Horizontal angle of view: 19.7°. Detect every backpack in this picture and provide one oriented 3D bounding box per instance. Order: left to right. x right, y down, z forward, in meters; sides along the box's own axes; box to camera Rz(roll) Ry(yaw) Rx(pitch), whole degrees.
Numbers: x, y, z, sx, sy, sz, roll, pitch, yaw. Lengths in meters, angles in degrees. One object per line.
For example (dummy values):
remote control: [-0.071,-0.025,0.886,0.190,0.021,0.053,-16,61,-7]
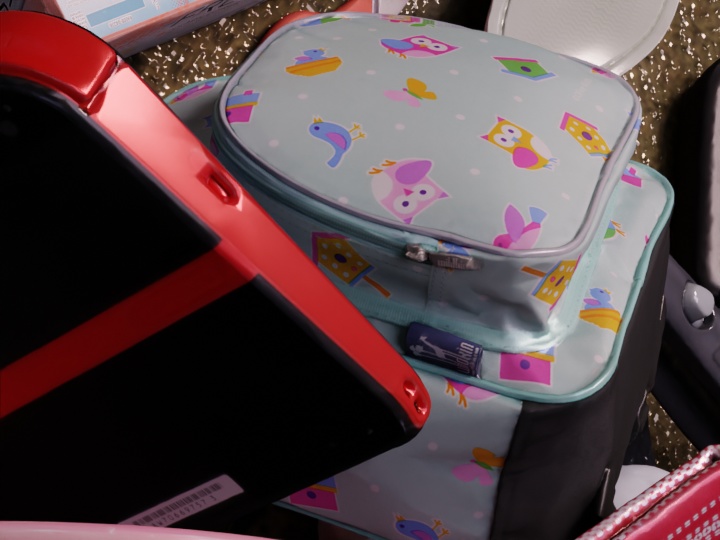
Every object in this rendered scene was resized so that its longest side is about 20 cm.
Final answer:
backpack: [0.000,0.000,0.715,0.176,0.199,0.154,-60,154,-54]

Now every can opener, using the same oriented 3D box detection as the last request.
can opener: [0.133,0.029,0.854,0.200,0.063,0.079,47,62,-29]

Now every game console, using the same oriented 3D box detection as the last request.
game console: [-0.102,0.020,0.641,0.177,0.200,0.031,44,41,-23]

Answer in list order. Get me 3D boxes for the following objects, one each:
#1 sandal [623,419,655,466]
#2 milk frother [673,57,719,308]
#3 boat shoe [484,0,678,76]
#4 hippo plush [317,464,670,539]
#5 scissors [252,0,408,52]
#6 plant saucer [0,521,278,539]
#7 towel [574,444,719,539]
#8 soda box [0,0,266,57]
sandal: [0.087,0.038,0.890,0.075,0.048,0.202,-6,96,-40]
milk frother: [0.257,-0.035,0.938,0.180,0.200,0.189,20,67,-29]
boat shoe: [0.108,-0.132,0.930,0.076,0.060,0.200,41,57,0]
hippo plush: [0.066,0.154,0.764,0.159,0.160,0.201,-12,87,-40]
scissors: [0.007,-0.118,0.877,0.073,0.014,0.201,39,58,-25]
plant saucer: [-0.076,0.118,0.633,0.200,0.200,0.051,14,69,-35]
towel: [0.087,0.169,0.668,0.144,0.022,0.201,-31,124,-24]
soda box: [-0.060,-0.129,0.789,0.200,0.068,0.064,-27,93,-38]
